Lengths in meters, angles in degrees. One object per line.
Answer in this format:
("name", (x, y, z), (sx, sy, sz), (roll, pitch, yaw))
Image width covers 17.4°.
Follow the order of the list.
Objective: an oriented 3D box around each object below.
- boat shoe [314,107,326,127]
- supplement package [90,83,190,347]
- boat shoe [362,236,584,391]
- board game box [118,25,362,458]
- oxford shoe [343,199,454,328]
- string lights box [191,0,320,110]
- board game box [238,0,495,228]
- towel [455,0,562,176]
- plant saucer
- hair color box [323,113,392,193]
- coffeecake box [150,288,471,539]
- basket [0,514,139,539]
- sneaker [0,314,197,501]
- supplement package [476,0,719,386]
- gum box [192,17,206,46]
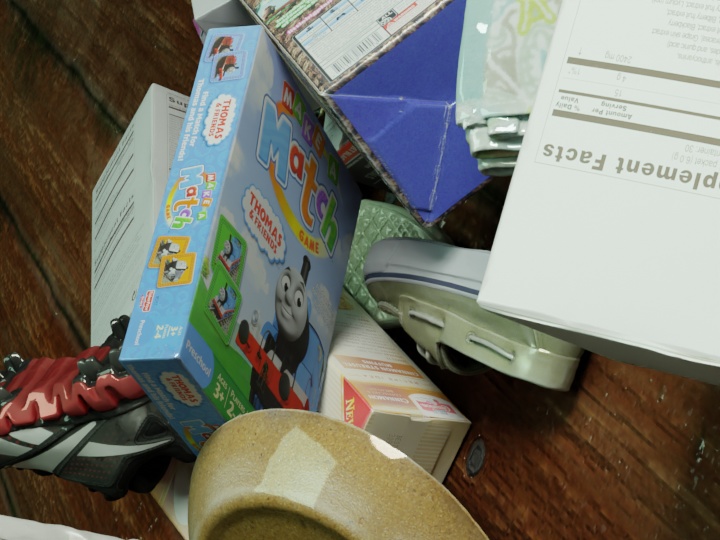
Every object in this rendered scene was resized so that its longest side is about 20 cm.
("boat shoe", (-0.050, -0.087, 1.480), (0.068, 0.072, 0.201), (21, -98, -73))
("supplement package", (-0.113, -0.012, 1.601), (0.110, 0.114, 0.200), (-56, 25, 35))
("boat shoe", (0.053, 0.022, 1.217), (0.200, 0.072, 0.062), (7, 80, 65))
("board game box", (-0.056, 0.000, 1.200), (0.036, 0.151, 0.200), (-4, 55, 22))
("oxford shoe", (0.000, 0.000, 1.394), (0.200, 0.058, 0.075), (-4, 78, 54))
("string lights box", (-0.063, -0.194, 1.415), (0.059, 0.103, 0.200), (-27, 45, 14))
("board game box", (0.039, -0.138, 1.232), (0.159, 0.097, 0.200), (-37, 30, 1))
("towel", (0.133, -0.140, 1.062), (0.171, 0.048, 0.201), (-1, 70, 24))
("plant saucer", (-0.012, 0.160, 1.123), (0.035, 0.200, 0.200), (-42, -4, -42))
("hair color box", (0.035, -0.160, 1.416), (0.111, 0.064, 0.201), (-35, 44, 57))
("coffeecake box", (-0.044, 0.092, 1.328), (0.200, 0.073, 0.154), (45, 118, 46))
("basket", (-0.208, 0.248, 1.522), (0.198, 0.200, 0.161), (-175, 99, -69))
("sneaker", (-0.163, 0.091, 1.337), (0.200, 0.098, 0.071), (-18, 23, 33))
("supplement package", (0.148, -0.058, 0.922), (0.120, 0.121, 0.201), (14, 86, 35))
("gum box", (-0.051, -0.227, 1.674), (0.114, 0.066, 0.200), (-114, 45, -62))
